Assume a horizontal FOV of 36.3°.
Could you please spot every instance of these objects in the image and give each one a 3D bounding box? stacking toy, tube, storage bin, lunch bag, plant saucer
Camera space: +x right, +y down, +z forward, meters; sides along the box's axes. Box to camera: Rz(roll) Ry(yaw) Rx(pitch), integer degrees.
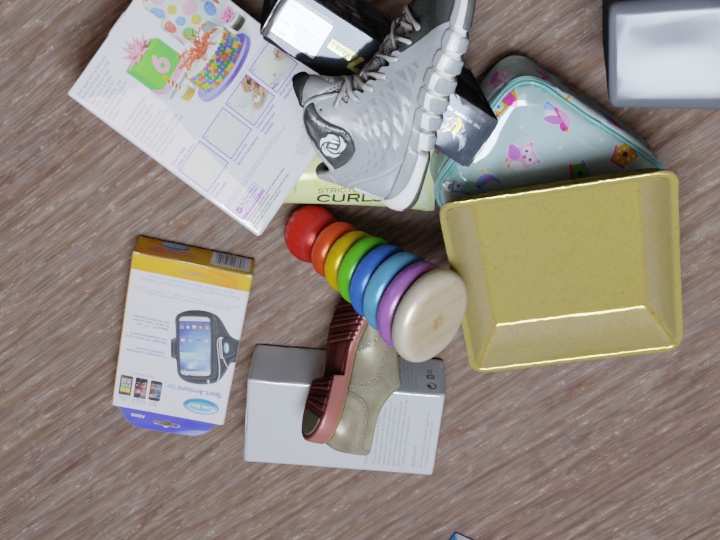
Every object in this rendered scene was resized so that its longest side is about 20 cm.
[{"bbox_3d":[0.000,0.000,0.992,0.085,0.199,0.087,-28,134,-33],"label":"stacking toy"},{"bbox_3d":[-0.026,-0.091,1.015,0.196,0.053,0.058,-1,156,-7],"label":"tube"},{"bbox_3d":[0.263,-0.207,0.885,0.132,0.201,0.148,-1,118,10],"label":"storage bin"},{"bbox_3d":[0.170,-0.081,1.001,0.198,0.077,0.161,30,111,-18],"label":"lunch bag"},{"bbox_3d":[0.180,-0.006,0.975,0.196,0.049,0.202,-7,128,10],"label":"plant saucer"}]

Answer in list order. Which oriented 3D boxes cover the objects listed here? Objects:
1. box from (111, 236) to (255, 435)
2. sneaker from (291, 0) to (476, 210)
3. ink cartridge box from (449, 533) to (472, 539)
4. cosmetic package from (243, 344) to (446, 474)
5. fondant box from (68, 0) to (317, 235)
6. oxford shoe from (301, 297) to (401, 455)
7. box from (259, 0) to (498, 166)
[{"bbox_3d":[-0.180,0.072,1.100,0.117,0.042,0.203,11,118,-6],"label":"box"},{"bbox_3d":[0.010,-0.145,0.797,0.113,0.075,0.203,13,114,-6],"label":"sneaker"},{"bbox_3d":[0.108,0.411,1.257,0.114,0.067,0.202,26,113,-13],"label":"ink cartridge box"},{"bbox_3d":[-0.017,0.141,1.118,0.196,0.074,0.103,6,117,-2],"label":"cosmetic package"},{"bbox_3d":[-0.126,-0.148,0.943,0.199,0.058,0.145,36,90,-12],"label":"fondant box"},{"bbox_3d":[0.008,0.077,1.051,0.074,0.070,0.203,25,78,-21],"label":"oxford shoe"},{"bbox_3d":[0.013,-0.178,0.908,0.198,0.158,0.051,31,110,-16],"label":"box"}]
